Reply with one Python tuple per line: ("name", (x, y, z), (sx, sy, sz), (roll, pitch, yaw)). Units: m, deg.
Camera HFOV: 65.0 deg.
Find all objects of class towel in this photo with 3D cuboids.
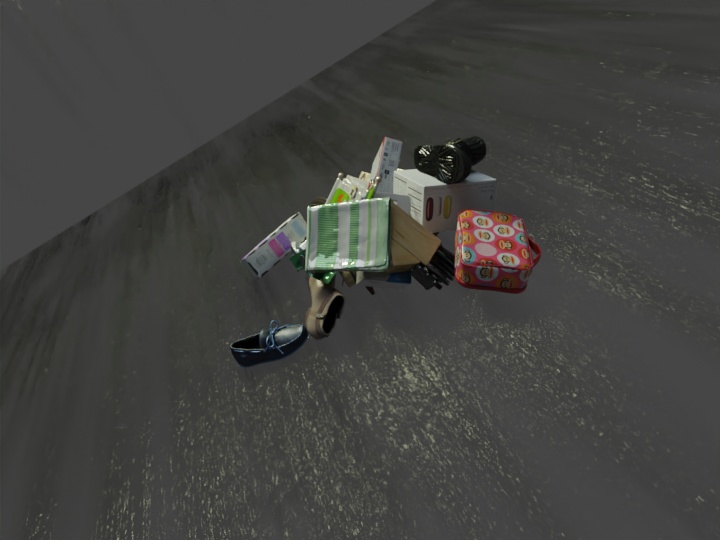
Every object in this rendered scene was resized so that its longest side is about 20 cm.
("towel", (-0.029, -0.072, 1.204), (0.195, 0.023, 0.157), (-3, 82, 25))

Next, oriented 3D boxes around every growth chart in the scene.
("growth chart", (-0.030, -0.153, 1.290), (0.199, 0.017, 0.148), (24, 91, 57))

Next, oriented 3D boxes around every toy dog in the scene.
("toy dog", (0.000, 0.000, 1.386), (0.129, 0.098, 0.201), (-24, 17, 17))

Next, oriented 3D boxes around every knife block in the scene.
("knife block", (0.132, -0.057, 1.227), (0.171, 0.206, 0.064), (-7, -12, -17))

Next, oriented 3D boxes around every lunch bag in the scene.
("lunch bag", (0.283, -0.044, 1.167), (0.171, 0.083, 0.202), (5, 40, 6))

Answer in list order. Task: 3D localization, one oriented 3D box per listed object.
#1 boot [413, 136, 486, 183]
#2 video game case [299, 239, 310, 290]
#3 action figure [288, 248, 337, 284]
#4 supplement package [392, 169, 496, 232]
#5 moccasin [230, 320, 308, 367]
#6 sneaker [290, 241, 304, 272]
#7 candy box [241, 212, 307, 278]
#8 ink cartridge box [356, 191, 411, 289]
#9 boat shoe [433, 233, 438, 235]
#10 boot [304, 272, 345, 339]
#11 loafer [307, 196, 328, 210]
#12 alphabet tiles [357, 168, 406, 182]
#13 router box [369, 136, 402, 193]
("boot", (0.234, -0.260, 1.306), (0.154, 0.082, 0.211), (-8, 25, -22))
("video game case", (-0.073, -0.065, 1.440), (0.023, 0.184, 0.200), (34, 64, 22))
("action figure", (-0.060, -0.054, 1.328), (0.117, 0.055, 0.199), (34, 45, 18))
("supplement package", (0.196, -0.172, 1.344), (0.195, 0.114, 0.156), (-9, 25, -22))
("moccasin", (-0.217, 0.171, 1.314), (0.196, 0.069, 0.081), (-25, 35, 13))
("sneaker", (-0.130, -0.048, 1.493), (0.084, 0.080, 0.200), (-15, 4, 5))
("candy box", (-0.239, -0.069, 1.605), (0.199, 0.072, 0.167), (-42, 10, -11))
("ink cartridge box", (0.054, -0.067, 1.279), (0.113, 0.206, 0.067), (5, -14, -13))
("boat shoe", (0.105, -0.083, 1.384), (0.197, 0.074, 0.066), (-20, 3, -31))
("boot", (-0.074, 0.059, 1.301), (0.145, 0.069, 0.205), (2, 77, 66))
("loafer", (-0.099, -0.163, 1.635), (0.072, 0.074, 0.198), (-47, 30, -21))
("alphabet tiles", (0.049, -0.212, 1.575), (0.198, 0.007, 0.171), (24, 90, 44))
("router box", (0.050, -0.211, 1.463), (0.180, 0.048, 0.205), (127, 155, -75))
